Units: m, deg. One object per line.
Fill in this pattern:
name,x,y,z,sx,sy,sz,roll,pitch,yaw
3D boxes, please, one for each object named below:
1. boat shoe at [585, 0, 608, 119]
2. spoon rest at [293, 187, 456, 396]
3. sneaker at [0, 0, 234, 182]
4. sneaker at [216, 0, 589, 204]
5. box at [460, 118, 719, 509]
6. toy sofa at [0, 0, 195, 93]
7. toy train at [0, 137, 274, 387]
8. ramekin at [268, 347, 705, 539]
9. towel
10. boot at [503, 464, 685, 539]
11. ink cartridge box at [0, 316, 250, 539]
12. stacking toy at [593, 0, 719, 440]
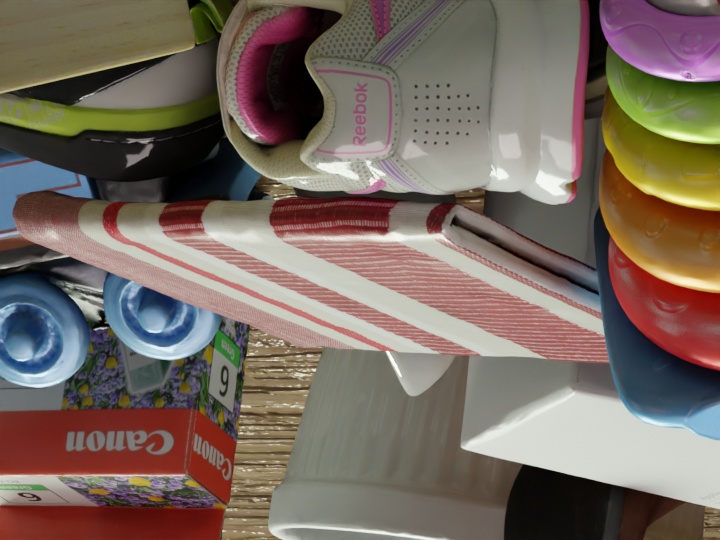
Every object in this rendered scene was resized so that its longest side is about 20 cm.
boat shoe,0.122,-0.087,0.777,0.068,0.075,0.200,24,153,-26
spoon rest,0.006,-0.027,0.958,0.060,0.100,0.200,-8,148,1
sneaker,-0.125,-0.092,0.873,0.199,0.083,0.072,13,-154,24
sneaker,-0.005,-0.068,0.779,0.088,0.082,0.200,-1,-171,-19
box,0.151,0.020,0.976,0.199,0.125,0.097,15,158,-20
toy sofa,-0.134,-0.090,0.730,0.082,0.098,0.200,-16,-174,-32
toy train,-0.128,-0.020,0.974,0.199,0.087,0.115,-11,113,16
ramekin,0.064,0.084,1.159,0.199,0.106,0.200,10,169,2
towel,0.000,0.000,0.843,0.199,0.023,0.144,2,165,45
boot,0.159,0.091,1.076,0.199,0.189,0.068,21,155,-31
ink cartridge box,-0.106,0.056,1.036,0.108,0.201,0.050,-2,158,19
stacking toy,0.104,-0.061,0.690,0.115,0.110,0.201,-13,130,8
